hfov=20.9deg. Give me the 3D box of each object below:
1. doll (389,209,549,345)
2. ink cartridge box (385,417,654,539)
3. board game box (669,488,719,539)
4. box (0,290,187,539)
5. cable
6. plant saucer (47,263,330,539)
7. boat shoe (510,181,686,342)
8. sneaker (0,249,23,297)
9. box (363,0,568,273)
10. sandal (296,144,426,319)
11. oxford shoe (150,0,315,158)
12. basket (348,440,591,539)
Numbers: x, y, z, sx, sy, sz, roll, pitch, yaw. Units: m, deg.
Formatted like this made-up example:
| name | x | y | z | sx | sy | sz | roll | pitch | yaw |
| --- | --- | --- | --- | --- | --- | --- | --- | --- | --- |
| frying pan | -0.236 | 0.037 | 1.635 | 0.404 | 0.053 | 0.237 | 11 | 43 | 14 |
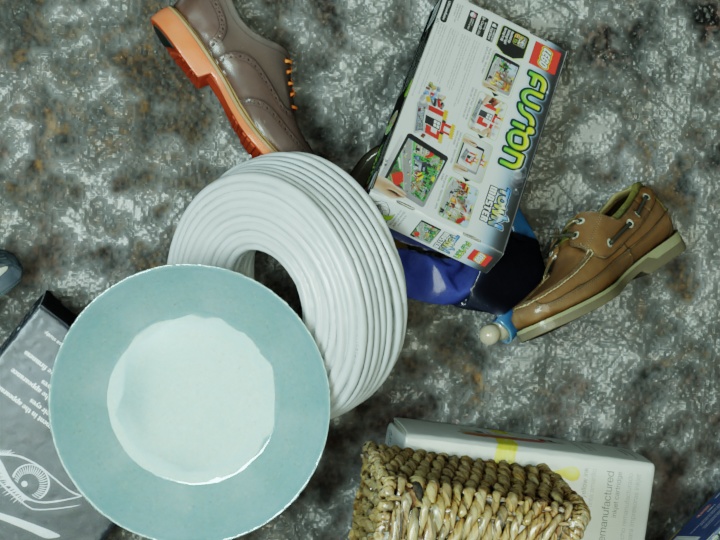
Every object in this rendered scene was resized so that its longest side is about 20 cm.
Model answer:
| name | x | y | z | sx | sy | sz | roll | pitch | yaw |
| --- | --- | --- | --- | --- | --- | --- | --- | --- | --- |
| doll | 0.088 | -0.011 | 1.486 | 0.199 | 0.048 | 0.137 | 13 | 71 | -28 |
| ink cartridge box | 0.114 | 0.202 | 1.515 | 0.199 | 0.083 | 0.146 | 8 | 93 | -7 |
| board game box | 0.340 | 0.257 | 1.530 | 0.200 | 0.062 | 0.200 | -39 | 105 | -29 |
| box | -0.241 | 0.140 | 1.456 | 0.148 | 0.104 | 0.200 | 39 | 89 | -8 |
| cable | -0.059 | 0.016 | 1.428 | 0.069 | 0.199 | 0.201 | -20 | 100 | -49 |
| plant saucer | -0.120 | 0.093 | 1.388 | 0.200 | 0.039 | 0.202 | 0 | 97 | 0 |
| boat shoe | 0.168 | -0.008 | 1.478 | 0.200 | 0.072 | 0.068 | -31 | 95 | -48 |
| sneaker | -0.325 | 0.062 | 1.464 | 0.200 | 0.078 | 0.086 | -36 | 107 | 5 |
| box | 0.079 | -0.106 | 1.461 | 0.110 | 0.035 | 0.201 | 26 | 58 | -8 |
| sandal | 0.000 | 0.000 | 1.500 | 0.082 | 0.055 | 0.201 | 29 | 89 | -8 |
| oxford shoe | -0.071 | -0.132 | 1.476 | 0.072 | 0.071 | 0.200 | -39 | 97 | -8 |
| basket | 0.069 | 0.208 | 1.366 | 0.148 | 0.200 | 0.143 | 9 | 92 | -5 |
